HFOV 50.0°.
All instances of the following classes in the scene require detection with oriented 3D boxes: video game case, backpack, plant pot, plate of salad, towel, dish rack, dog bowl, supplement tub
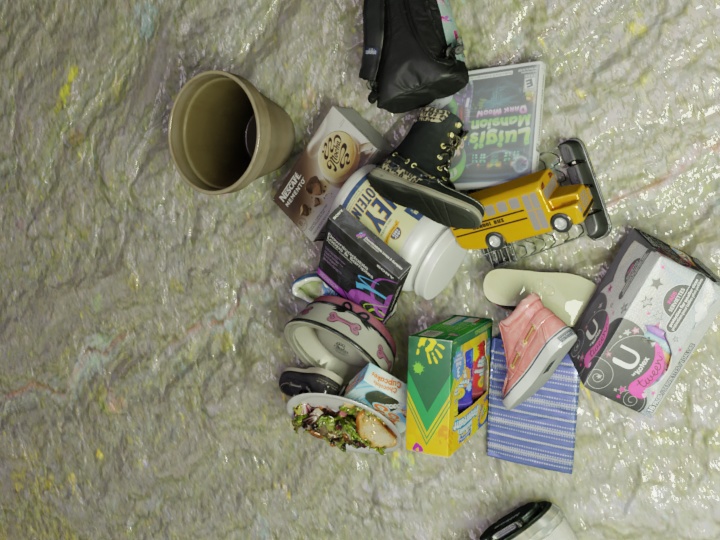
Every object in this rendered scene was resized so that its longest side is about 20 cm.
[{"bbox_3d":[0.182,-0.216,1.178,0.197,0.023,0.186,2,84,36],"label":"video game case"},{"bbox_3d":[0.079,-0.358,1.189,0.164,0.126,0.205,-15,77,19],"label":"backpack"},{"bbox_3d":[-0.206,-0.234,1.345,0.196,0.173,0.205,3,96,28],"label":"plant pot"},{"bbox_3d":[-0.030,0.259,1.252,0.196,0.201,0.049,-2,51,29],"label":"plate of salad"},{"bbox_3d":[0.270,0.207,1.213,0.142,0.024,0.205,7,100,26],"label":"towel"},{"bbox_3d":[0.260,-0.094,1.167,0.197,0.054,0.157,-21,83,31],"label":"dish rack"},{"bbox_3d":[-0.027,0.122,1.287,0.197,0.074,0.202,26,151,16],"label":"dog bowl"},{"bbox_3d":[0.060,-0.060,1.229,0.198,0.144,0.147,35,111,21],"label":"supplement tub"}]

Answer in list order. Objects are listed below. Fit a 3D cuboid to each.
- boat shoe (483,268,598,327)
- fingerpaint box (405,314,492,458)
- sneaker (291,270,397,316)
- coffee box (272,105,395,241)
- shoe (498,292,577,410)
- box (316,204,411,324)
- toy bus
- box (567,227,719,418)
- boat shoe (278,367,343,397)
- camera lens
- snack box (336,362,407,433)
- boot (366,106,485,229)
[{"bbox_3d":[0.284,0.038,1.163,0.197,0.063,0.075,12,90,14],"label":"boat shoe"},{"bbox_3d":[0.140,0.169,1.176,0.072,0.199,0.171,5,97,26],"label":"fingerpaint box"},{"bbox_3d":[-0.031,0.049,1.331,0.196,0.077,0.078,9,98,25],"label":"sneaker"},{"bbox_3d":[-0.047,-0.162,1.316,0.113,0.079,0.201,45,114,16],"label":"coffee box"},{"bbox_3d":[0.241,0.121,1.141,0.091,0.071,0.202,52,147,25],"label":"shoe"},{"bbox_3d":[0.000,0.000,1.199,0.142,0.036,0.201,40,154,12],"label":"box"},{"bbox_3d":[0.225,-0.086,1.101,0.197,0.065,0.079,-16,109,40],"label":"toy bus"},{"bbox_3d":[0.381,0.068,1.049,0.113,0.133,0.203,23,109,-5],"label":"box"},{"bbox_3d":[-0.099,0.211,1.348,0.199,0.072,0.064,-19,43,58],"label":"boat shoe"},{"bbox_3d":[0.273,0.465,1.155,0.159,0.159,0.202,-37,77,27],"label":"camera lens"},{"bbox_3d":[0.021,0.228,1.266,0.115,0.038,0.200,30,144,-7],"label":"snack box"},{"bbox_3d":[0.122,-0.155,1.126,0.201,0.074,0.155,25,71,36],"label":"boot"}]
